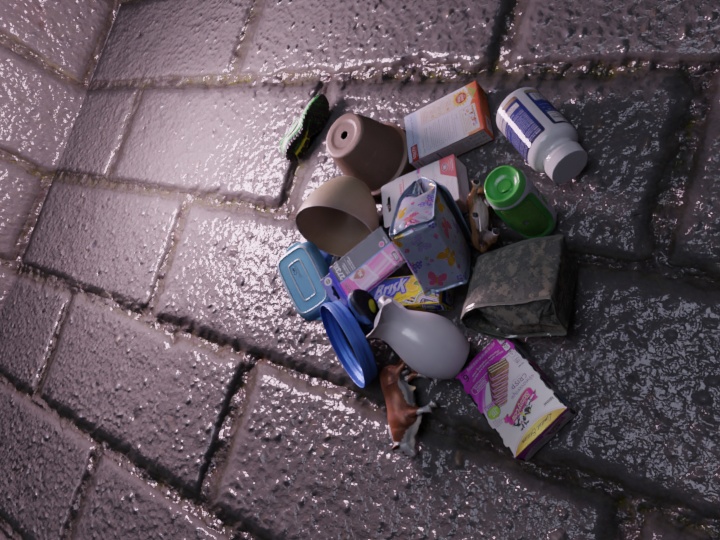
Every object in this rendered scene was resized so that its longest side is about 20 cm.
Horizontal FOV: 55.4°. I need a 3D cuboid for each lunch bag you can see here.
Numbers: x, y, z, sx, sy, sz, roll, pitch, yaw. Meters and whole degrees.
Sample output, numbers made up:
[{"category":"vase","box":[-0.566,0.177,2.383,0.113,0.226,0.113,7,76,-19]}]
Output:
[{"category":"lunch bag","box":[0.152,-0.082,1.402,0.126,0.171,0.201,-20,28,23]},{"category":"lunch bag","box":[0.294,0.037,1.298,0.197,0.118,0.165,-8,43,34]}]

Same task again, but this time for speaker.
[{"category":"speaker","box":[0.310,-0.126,1.317,0.087,0.199,0.090,-14,64,31]}]

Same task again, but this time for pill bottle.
[{"category":"pill bottle","box":[0.369,-0.271,1.389,0.111,0.110,0.201,-42,51,18]}]

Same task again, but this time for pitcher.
[{"category":"pitcher","box":[0.118,0.126,1.397,0.122,0.198,0.172,-60,5,22]}]

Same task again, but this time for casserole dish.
[{"category":"casserole dish","box":[-0.130,0.023,1.616,0.120,0.039,0.202,-33,72,18]}]

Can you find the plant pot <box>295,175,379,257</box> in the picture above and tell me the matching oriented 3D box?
[{"category":"plant pot","box":[-0.040,-0.141,1.612,0.198,0.200,0.136,-6,52,37]}]

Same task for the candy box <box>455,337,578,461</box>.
[{"category":"candy box","box":[0.288,0.233,1.287,0.137,0.061,0.201,-48,51,13]}]

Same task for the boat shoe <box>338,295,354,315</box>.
[{"category":"boat shoe","box":[-0.001,0.023,1.598,0.075,0.074,0.204,38,98,47]}]

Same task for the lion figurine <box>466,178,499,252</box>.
[{"category":"lion figurine","box":[0.246,-0.101,1.394,0.071,0.123,0.203,10,58,7]}]

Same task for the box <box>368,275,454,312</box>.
[{"category":"box","box":[0.105,0.053,1.504,0.198,0.064,0.071,-7,68,37]}]

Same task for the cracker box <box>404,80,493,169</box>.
[{"category":"cracker box","box":[0.201,-0.329,1.584,0.198,0.057,0.136,-20,60,31]}]

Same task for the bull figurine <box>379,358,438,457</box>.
[{"category":"bull figurine","box":[0.096,0.278,1.423,0.120,0.065,0.203,-30,58,21]}]

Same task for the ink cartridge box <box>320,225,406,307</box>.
[{"category":"ink cartridge box","box":[0.000,0.000,1.527,0.199,0.037,0.095,-39,70,16]}]

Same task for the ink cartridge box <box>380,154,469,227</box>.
[{"category":"ink cartridge box","box":[0.146,-0.166,1.556,0.198,0.067,0.118,-19,61,31]}]

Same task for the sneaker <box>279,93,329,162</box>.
[{"category":"sneaker","box":[-0.162,-0.404,1.893,0.201,0.078,0.085,-52,49,11]}]

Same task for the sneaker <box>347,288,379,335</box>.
[{"category":"sneaker","box":[0.013,0.103,1.467,0.077,0.200,0.067,-15,59,25]}]

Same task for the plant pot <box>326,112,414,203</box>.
[{"category":"plant pot","box":[0.010,-0.284,1.643,0.198,0.174,0.204,-14,65,34]}]

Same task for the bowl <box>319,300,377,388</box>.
[{"category":"bowl","box":[-0.025,0.157,1.496,0.039,0.202,0.201,-26,48,-16]}]

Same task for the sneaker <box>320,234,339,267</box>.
[{"category":"sneaker","box":[-0.108,-0.017,1.679,0.078,0.088,0.204,-21,58,48]}]
